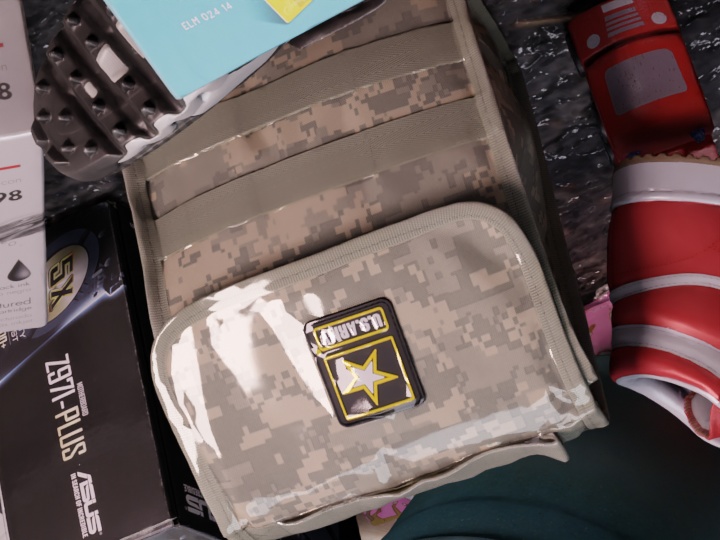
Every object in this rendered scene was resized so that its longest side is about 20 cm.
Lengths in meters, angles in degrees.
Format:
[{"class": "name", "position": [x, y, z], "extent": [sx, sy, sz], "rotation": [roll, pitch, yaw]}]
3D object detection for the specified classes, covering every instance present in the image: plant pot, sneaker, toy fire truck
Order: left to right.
[{"class": "sneaker", "position": [-0.033, -0.103, 0.757], "extent": [0.200, 0.066, 0.090], "rotation": [-47, 153, 16]}, {"class": "plant pot", "position": [0.110, 0.146, 1.031], "extent": [0.200, 0.188, 0.200], "rotation": [15, 132, 17]}, {"class": "toy fire truck", "position": [0.148, -0.022, 0.952], "extent": [0.049, 0.141, 0.200], "rotation": [-20, 153, 7]}, {"class": "sneaker", "position": [0.196, 0.022, 0.848], "extent": [0.200, 0.113, 0.071], "rotation": [7, 164, 5]}]

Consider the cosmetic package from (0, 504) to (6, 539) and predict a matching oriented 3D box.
[{"class": "cosmetic package", "position": [-0.154, 0.138, 1.090], "extent": [0.200, 0.051, 0.083], "rotation": [41, 132, -16]}]

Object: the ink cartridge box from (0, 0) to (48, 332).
[{"class": "ink cartridge box", "position": [-0.185, -0.043, 0.827], "extent": [0.116, 0.067, 0.200], "rotation": [-8, 152, -12]}]

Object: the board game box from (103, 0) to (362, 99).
[{"class": "board game box", "position": [0.018, -0.150, 0.615], "extent": [0.200, 0.151, 0.047], "rotation": [-26, 126, 14]}]

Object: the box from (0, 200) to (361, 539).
[{"class": "box", "position": [-0.088, 0.083, 1.011], "extent": [0.086, 0.164, 0.200], "rotation": [-24, 151, 19]}]

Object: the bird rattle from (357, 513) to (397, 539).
[{"class": "bird rattle", "position": [-0.011, 0.158, 1.263], "extent": [0.163, 0.113, 0.200], "rotation": [-17, 146, 35]}]

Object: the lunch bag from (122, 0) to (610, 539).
[{"class": "lunch bag", "position": [0.000, 0.000, 0.857], "extent": [0.164, 0.200, 0.118], "rotation": [-20, 153, 12]}]

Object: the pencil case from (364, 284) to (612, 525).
[{"class": "pencil case", "position": [0.078, 0.075, 1.163], "extent": [0.200, 0.087, 0.083], "rotation": [-18, 135, 8]}]
